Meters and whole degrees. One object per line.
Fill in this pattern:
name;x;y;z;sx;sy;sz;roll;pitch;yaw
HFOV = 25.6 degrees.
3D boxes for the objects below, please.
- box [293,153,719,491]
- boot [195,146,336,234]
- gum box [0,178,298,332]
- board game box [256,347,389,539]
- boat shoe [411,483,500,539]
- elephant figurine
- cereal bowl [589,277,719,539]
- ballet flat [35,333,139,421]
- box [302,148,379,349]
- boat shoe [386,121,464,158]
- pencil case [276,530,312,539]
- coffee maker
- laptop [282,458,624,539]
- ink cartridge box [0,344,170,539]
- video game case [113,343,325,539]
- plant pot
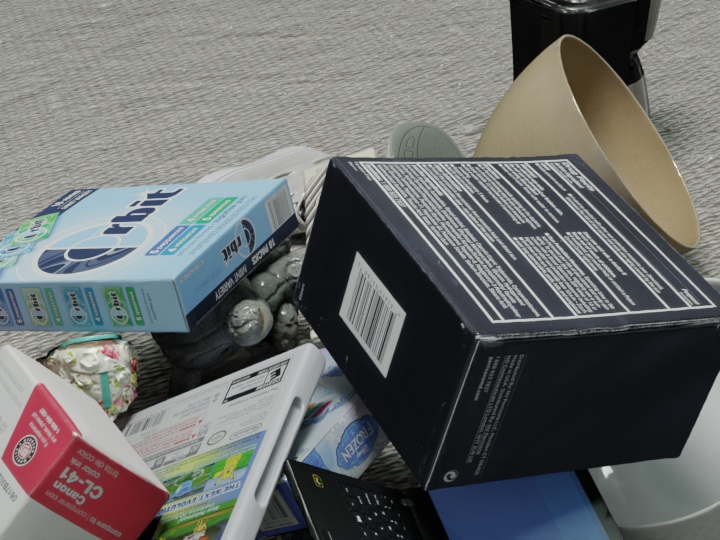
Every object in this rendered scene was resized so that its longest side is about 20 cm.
box;0.094;0.026;1.008;0.198;0.123;0.200;-3;36;-29
boot;-0.075;-0.062;1.441;0.096;0.074;0.200;12;33;38
gum box;-0.172;-0.012;1.158;0.200;0.045;0.170;-1;26;28
board game box;-0.061;0.118;1.086;0.200;0.043;0.199;-18;18;40
boat shoe;0.078;0.128;1.073;0.072;0.060;0.202;15;50;10
elephant figurine;-0.125;0.032;1.223;0.141;0.155;0.200;26;27;7
cereal bowl;0.222;0.107;1.078;0.200;0.083;0.200;-22;44;23
ballet flat;-0.198;0.080;1.158;0.076;0.064;0.200;-9;-1;-9
box;0.000;0.000;1.271;0.068;0.082;0.200;-17;41;11
boat shoe;0.059;-0.024;1.260;0.074;0.065;0.202;-6;66;-25
pencil case;-0.006;0.220;0.961;0.078;0.089;0.200;-34;27;13
coffee maker;0.196;-0.173;1.472;0.135;0.200;0.192;18;37;34
laptop;0.075;0.177;0.929;0.103;0.200;0.177;-38;56;19
ink cartridge box;-0.228;0.165;0.964;0.200;0.086;0.148;-51;36;-4
video game case;-0.124;0.141;1.004;0.200;0.022;0.182;-23;28;33
plant pot;0.165;-0.071;1.290;0.134;0.200;0.200;-33;22;23
